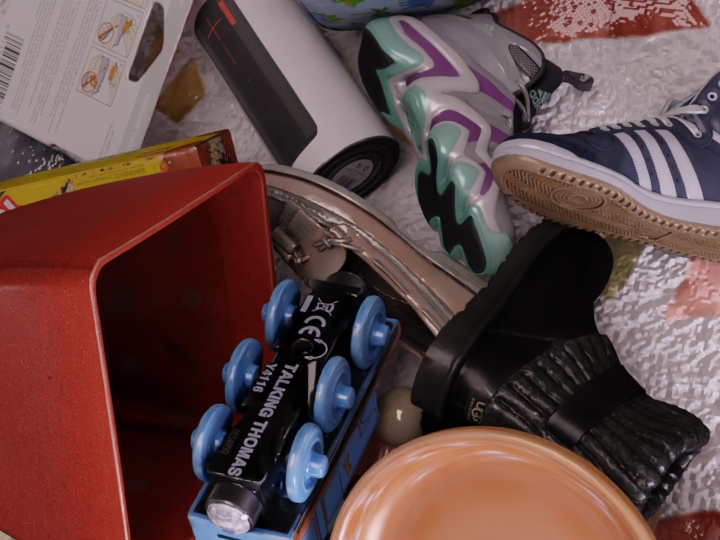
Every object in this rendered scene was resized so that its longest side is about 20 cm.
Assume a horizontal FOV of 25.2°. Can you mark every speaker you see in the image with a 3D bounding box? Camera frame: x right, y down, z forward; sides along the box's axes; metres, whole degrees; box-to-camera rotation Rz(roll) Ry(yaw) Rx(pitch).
[{"bbox_3d":[-0.055,-0.140,1.135,0.081,0.081,0.200,-36,66,8],"label":"speaker"}]

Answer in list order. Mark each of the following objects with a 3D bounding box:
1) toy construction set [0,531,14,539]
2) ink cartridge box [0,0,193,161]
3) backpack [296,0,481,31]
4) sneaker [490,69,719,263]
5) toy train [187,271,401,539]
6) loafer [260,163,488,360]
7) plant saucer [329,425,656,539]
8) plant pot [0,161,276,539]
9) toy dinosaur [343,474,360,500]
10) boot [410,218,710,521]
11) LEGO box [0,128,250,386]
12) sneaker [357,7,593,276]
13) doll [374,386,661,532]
[{"bbox_3d":[-0.221,0.179,1.084,0.092,0.131,0.200,-7,69,33],"label":"toy construction set"},{"bbox_3d":[-0.185,-0.182,1.179,0.173,0.044,0.200,27,101,30],"label":"ink cartridge box"},{"bbox_3d":[0.031,-0.248,1.081,0.200,0.183,0.147,-16,84,9],"label":"backpack"},{"bbox_3d":[0.173,-0.078,0.995,0.200,0.070,0.109,15,72,-22],"label":"sneaker"},{"bbox_3d":[-0.038,0.093,0.978,0.087,0.114,0.200,10,46,18],"label":"toy train"},{"bbox_3d":[0.000,0.000,1.052,0.200,0.072,0.063,30,57,8],"label":"loafer"},{"bbox_3d":[0.078,0.179,0.888,0.200,0.037,0.201,6,105,22],"label":"plant saucer"},{"bbox_3d":[-0.171,0.050,0.983,0.176,0.200,0.200,5,112,24],"label":"plant pot"},{"bbox_3d":[-0.063,0.168,1.048,0.200,0.102,0.136,-21,51,35],"label":"toy dinosaur"},{"bbox_3d":[0.143,0.058,0.966,0.158,0.080,0.211,26,43,19],"label":"boot"},{"bbox_3d":[-0.171,-0.001,1.108,0.200,0.077,0.149,-12,100,17],"label":"LEGO box"},{"bbox_3d":[0.096,-0.097,1.056,0.140,0.078,0.200,-15,66,-18],"label":"sneaker"},{"bbox_3d":[0.096,0.112,1.018,0.200,0.049,0.137,14,57,25],"label":"doll"}]
